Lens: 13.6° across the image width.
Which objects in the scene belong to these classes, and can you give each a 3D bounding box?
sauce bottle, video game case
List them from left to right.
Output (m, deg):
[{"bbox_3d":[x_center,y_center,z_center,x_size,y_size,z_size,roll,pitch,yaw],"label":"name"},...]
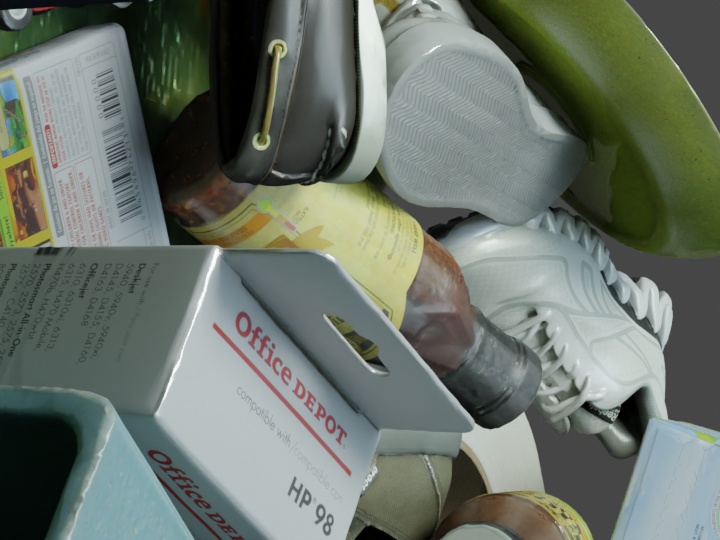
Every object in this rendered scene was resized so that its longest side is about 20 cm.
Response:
[{"bbox_3d":[-0.130,0.025,1.140,0.182,0.023,0.201,-30,114,-52],"label":"video game case"},{"bbox_3d":[0.000,0.000,1.259,0.200,0.066,0.066,38,57,-30],"label":"sauce bottle"},{"bbox_3d":[0.061,0.124,1.248,0.200,0.064,0.065,19,71,-81],"label":"sauce bottle"}]

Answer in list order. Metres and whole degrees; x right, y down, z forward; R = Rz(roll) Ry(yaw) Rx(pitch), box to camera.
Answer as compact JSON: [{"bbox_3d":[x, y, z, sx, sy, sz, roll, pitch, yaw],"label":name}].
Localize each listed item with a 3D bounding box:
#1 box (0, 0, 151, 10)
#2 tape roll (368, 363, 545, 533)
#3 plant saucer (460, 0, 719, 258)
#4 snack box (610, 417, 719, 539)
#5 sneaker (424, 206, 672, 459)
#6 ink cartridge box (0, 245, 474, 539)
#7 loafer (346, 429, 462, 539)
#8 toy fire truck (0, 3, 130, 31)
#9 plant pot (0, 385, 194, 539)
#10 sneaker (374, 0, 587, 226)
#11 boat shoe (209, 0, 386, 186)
[{"bbox_3d":[-0.174,-0.176,0.928,0.200,0.197,0.124,44,56,-45],"label":"box"},{"bbox_3d":[0.019,0.124,1.340,0.202,0.037,0.204,2,88,-56],"label":"tape roll"},{"bbox_3d":[0.094,-0.078,1.352,0.031,0.200,0.201,-38,125,-13],"label":"plant saucer"},{"bbox_3d":[0.146,0.158,1.400,0.200,0.067,0.170,14,94,-78],"label":"snack box"},{"bbox_3d":[0.091,0.028,1.404,0.200,0.075,0.082,30,48,-50],"label":"sneaker"},{"bbox_3d":[-0.076,0.049,1.021,0.116,0.199,0.067,49,52,-43],"label":"ink cartridge box"},{"bbox_3d":[-0.029,0.090,1.191,0.199,0.075,0.070,4,85,-48],"label":"loafer"},{"bbox_3d":[-0.112,-0.169,1.148,0.200,0.049,0.142,-20,105,-55],"label":"toy fire truck"},{"bbox_3d":[-0.144,0.169,0.973,0.200,0.195,0.197,54,47,-48],"label":"plant pot"},{"bbox_3d":[0.018,-0.087,1.274,0.074,0.116,0.200,-44,159,5],"label":"sneaker"},{"bbox_3d":[-0.032,-0.134,1.165,0.060,0.072,0.203,-4,88,-30],"label":"boat shoe"}]
